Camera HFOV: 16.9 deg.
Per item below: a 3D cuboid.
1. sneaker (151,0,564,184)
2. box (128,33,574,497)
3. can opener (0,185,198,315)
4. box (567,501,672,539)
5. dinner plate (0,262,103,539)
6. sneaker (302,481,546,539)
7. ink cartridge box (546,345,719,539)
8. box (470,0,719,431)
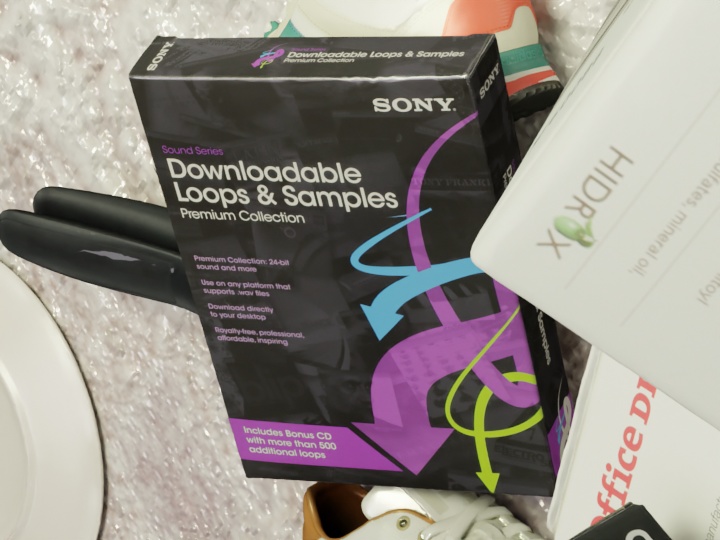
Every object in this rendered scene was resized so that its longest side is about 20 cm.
[{"bbox_3d":[-0.011,-0.089,0.986,0.200,0.070,0.094,-13,93,40],"label":"sneaker"},{"bbox_3d":[0.000,0.000,0.954,0.143,0.036,0.200,1,124,24],"label":"box"},{"bbox_3d":[-0.075,-0.006,1.074,0.200,0.063,0.079,14,112,37],"label":"can opener"},{"bbox_3d":[0.136,0.211,0.844,0.200,0.050,0.199,49,160,36],"label":"box"},{"bbox_3d":[-0.207,0.082,1.263,0.200,0.024,0.201,15,114,39],"label":"dinner plate"},{"bbox_3d":[0.043,0.122,1.000,0.200,0.073,0.085,2,108,45],"label":"sneaker"},{"bbox_3d":[0.177,0.077,0.849,0.200,0.083,0.145,32,125,31],"label":"ink cartridge box"},{"bbox_3d":[0.171,-0.067,0.693,0.171,0.199,0.200,35,129,-1],"label":"box"}]
